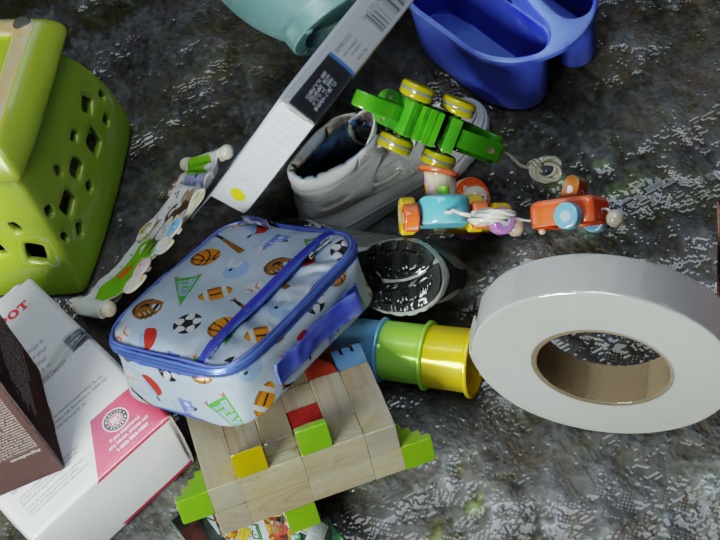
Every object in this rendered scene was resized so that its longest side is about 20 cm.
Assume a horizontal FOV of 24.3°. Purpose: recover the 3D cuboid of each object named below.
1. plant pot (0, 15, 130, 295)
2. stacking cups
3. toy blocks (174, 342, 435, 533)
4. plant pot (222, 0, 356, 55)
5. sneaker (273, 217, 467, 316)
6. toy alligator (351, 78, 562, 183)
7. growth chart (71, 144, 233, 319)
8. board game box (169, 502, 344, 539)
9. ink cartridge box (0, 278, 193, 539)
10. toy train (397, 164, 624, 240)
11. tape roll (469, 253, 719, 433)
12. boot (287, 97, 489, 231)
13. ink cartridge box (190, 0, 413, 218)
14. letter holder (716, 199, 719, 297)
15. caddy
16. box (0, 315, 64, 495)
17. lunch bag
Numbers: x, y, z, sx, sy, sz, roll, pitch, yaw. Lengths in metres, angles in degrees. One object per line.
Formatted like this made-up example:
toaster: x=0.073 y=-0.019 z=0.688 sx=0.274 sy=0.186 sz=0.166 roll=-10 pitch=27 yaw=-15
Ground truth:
plant pot: x=-0.337 y=-0.111 z=1.491 sx=0.197 sy=0.182 sz=0.202 roll=1 pitch=56 yaw=14
stacking cups: x=0.002 y=0.066 z=1.377 sx=0.198 sy=0.061 sz=0.061 roll=4 pitch=57 yaw=21
toy blocks: x=-0.057 y=0.118 z=1.314 sx=0.198 sy=0.101 sz=0.137 roll=-19 pitch=40 yaw=-5
plant pot: x=-0.043 y=-0.286 z=1.554 sx=0.199 sy=0.200 sz=0.135 roll=-30 pitch=82 yaw=-8
sneaker: x=0.000 y=0.000 z=1.415 sx=0.198 sy=0.079 sz=0.075 roll=11 pitch=96 yaw=34
toy alligator: x=0.077 y=-0.117 z=1.419 sx=0.060 sy=0.198 sz=0.054 roll=-68 pitch=21 yaw=10
growth chart: x=-0.179 y=-0.033 z=1.451 sx=0.201 sy=0.018 sz=0.144 roll=-55 pitch=17 yaw=-22
board game box: x=-0.054 y=0.237 z=1.288 sx=0.104 sy=0.024 sz=0.200 roll=-32 pitch=55 yaw=-13
ink cartridge box: x=-0.258 y=0.126 z=1.371 sx=0.145 sy=0.085 sz=0.200 roll=-42 pitch=59 yaw=-16
toy train: x=0.117 y=-0.059 z=1.366 sx=0.149 sy=0.199 sz=0.056 roll=-6 pitch=85 yaw=35
tape roll: x=0.182 y=0.058 z=1.247 sx=0.200 sy=0.204 sz=0.037 roll=3 pitch=57 yaw=15
boot: x=0.026 y=-0.107 z=1.457 sx=0.199 sy=0.096 sz=0.074 roll=-37 pitch=56 yaw=-13
ink cartridge box: x=-0.049 y=-0.142 z=1.446 sx=0.047 sy=0.200 sz=0.198 roll=36 pitch=52 yaw=-4
letter holder: x=0.331 y=0.046 z=1.221 sx=0.100 sy=0.201 sz=0.143 roll=-17 pitch=54 yaw=0
caddy: x=0.126 y=-0.243 z=1.520 sx=0.141 sy=0.105 sz=0.200 roll=-39 pitch=57 yaw=-16
box: x=-0.292 y=0.076 z=1.238 sx=0.074 sy=0.201 sz=0.101 roll=-23 pitch=55 yaw=-1
lunch bag: x=-0.088 y=0.033 z=1.321 sx=0.159 sy=0.076 sz=0.200 roll=8 pitch=41 yaw=37
